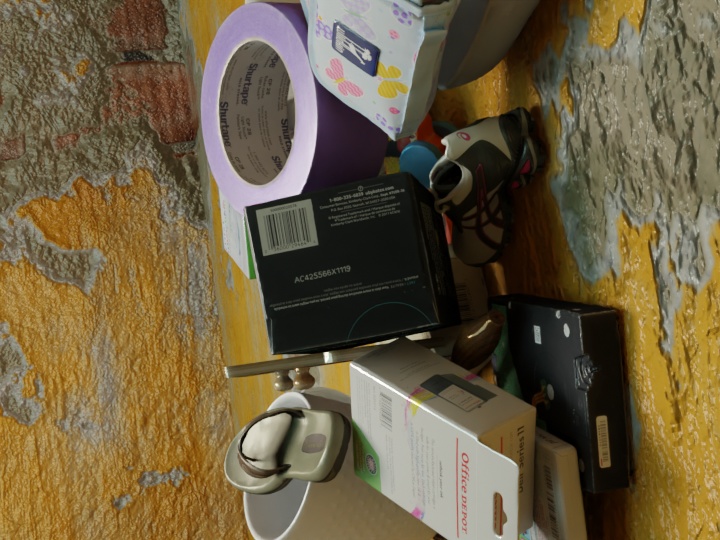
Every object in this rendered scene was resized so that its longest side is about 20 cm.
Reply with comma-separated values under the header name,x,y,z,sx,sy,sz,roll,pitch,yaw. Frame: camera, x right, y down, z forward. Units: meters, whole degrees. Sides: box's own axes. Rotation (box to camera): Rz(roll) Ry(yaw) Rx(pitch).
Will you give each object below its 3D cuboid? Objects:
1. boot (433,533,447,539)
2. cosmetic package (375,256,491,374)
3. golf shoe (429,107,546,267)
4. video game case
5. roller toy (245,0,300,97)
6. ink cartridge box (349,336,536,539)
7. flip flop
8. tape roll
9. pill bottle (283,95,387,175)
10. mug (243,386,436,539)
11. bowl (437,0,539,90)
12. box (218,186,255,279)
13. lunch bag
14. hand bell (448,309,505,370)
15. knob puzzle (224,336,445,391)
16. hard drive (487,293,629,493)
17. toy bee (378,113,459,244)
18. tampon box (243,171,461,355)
name,x,y,z,sx,sy,sz,roll,pitch,yaw
boot,0.089,0.218,1.271,0.200,0.073,0.076,-132,24,-69
cosmetic package,0.075,0.070,1.287,0.200,0.072,0.105,118,142,-64
golf shoe,0.097,-0.071,1.110,0.201,0.087,0.078,103,154,-55
video game case,0.148,0.226,1.038,0.182,0.022,0.203,-161,62,-74
roller toy,-0.078,-0.279,1.598,0.184,0.138,0.202,-97,7,-50
ink cartridge box,0.078,0.148,1.001,0.199,0.067,0.118,28,129,45
flip flop,-0.077,0.160,1.121,0.199,0.057,0.082,-16,62,59
tape roll,-0.065,-0.149,1.162,0.199,0.084,0.203,10,103,51
pill bottle,-0.014,-0.096,1.296,0.202,0.113,0.114,65,168,-10
mug,-0.011,0.193,1.234,0.148,0.174,0.201,-58,31,27
bowl,0.100,-0.273,1.033,0.200,0.074,0.202,119,143,-66
box,-0.060,-0.065,1.501,0.176,0.197,0.098,-145,50,-70
lunch bag,0.014,-0.232,1.003,0.170,0.126,0.202,102,152,-63
hand bell,0.078,0.093,1.098,0.201,0.103,0.105,120,142,-49
knob puzzle,-0.018,0.090,1.150,0.220,0.217,0.031,153,110,-75
hard drive,0.161,0.095,1.028,0.200,0.037,0.142,-174,78,-75
toy bee,0.049,-0.127,1.230,0.131,0.108,0.203,-16,-67,-60
tampon box,0.000,0.000,1.094,0.200,0.148,0.128,19,-120,-80
